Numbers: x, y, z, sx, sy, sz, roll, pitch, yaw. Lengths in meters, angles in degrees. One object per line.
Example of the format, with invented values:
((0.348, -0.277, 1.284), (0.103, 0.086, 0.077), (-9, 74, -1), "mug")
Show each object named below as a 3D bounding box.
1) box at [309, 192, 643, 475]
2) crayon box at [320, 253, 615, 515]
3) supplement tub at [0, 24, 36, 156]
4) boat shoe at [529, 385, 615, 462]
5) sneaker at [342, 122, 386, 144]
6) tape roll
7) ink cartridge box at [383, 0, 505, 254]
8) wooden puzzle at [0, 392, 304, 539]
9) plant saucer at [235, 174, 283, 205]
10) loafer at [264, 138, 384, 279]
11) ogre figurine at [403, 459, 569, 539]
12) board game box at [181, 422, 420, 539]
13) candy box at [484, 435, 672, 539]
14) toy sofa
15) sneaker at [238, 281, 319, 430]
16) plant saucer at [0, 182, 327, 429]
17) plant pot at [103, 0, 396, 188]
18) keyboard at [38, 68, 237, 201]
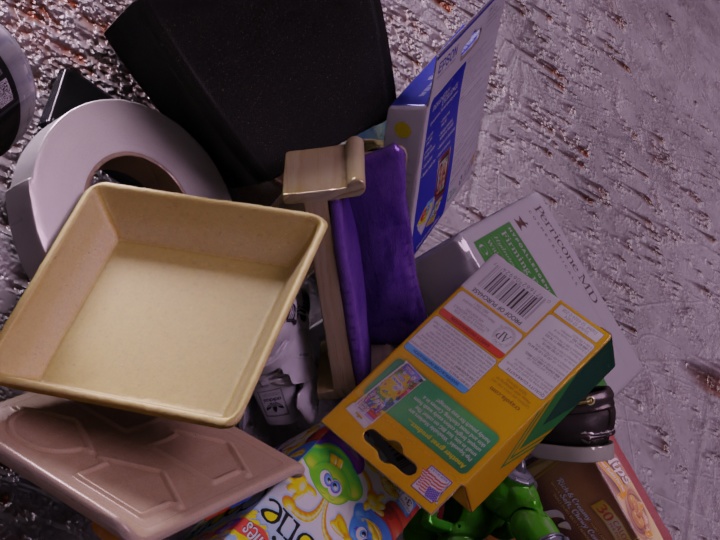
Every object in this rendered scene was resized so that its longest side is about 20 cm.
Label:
((0.104, 0.073, 1.410), (0.199, 0.200, 0.171), (59, 34, 2), "box")
((0.085, 0.095, 1.216), (0.126, 0.200, 0.052), (37, -19, 31), "crayon box")
((-0.324, -0.097, 1.084), (0.123, 0.122, 0.200), (51, 36, -11), "supplement tub")
((0.109, 0.113, 1.277), (0.072, 0.201, 0.061), (-13, 107, -69), "boat shoe")
((0.010, -0.123, 1.487), (0.111, 0.077, 0.200), (-3, 76, -47), "sneaker")
((-0.186, -0.039, 1.254), (0.203, 0.037, 0.203), (19, 61, -38), "tape roll")
((0.067, -0.135, 1.354), (0.047, 0.200, 0.198), (16, 33, 16), "ink cartridge box")
((-0.167, 0.135, 1.109), (0.185, 0.046, 0.200), (26, 20, 28), "wooden puzzle")
((-0.079, -0.132, 1.482), (0.200, 0.032, 0.200), (29, 47, -36), "plant saucer")
((-0.040, -0.050, 1.371), (0.076, 0.067, 0.200), (44, 73, -3), "loafer")
((0.092, 0.225, 1.270), (0.098, 0.200, 0.120), (3, 67, -22), "ogre figurine")
((-0.058, 0.209, 1.200), (0.103, 0.105, 0.200), (55, 35, -5), "board game box")
((0.155, 0.226, 1.362), (0.055, 0.200, 0.116), (-25, 85, -55), "candy box")
((0.000, 0.000, 1.253), (0.083, 0.097, 0.200), (-88, 171, -61), "toy sofa")
((-0.076, 0.075, 1.249), (0.200, 0.075, 0.115), (-41, 124, -78), "sneaker")
((-0.143, 0.032, 1.136), (0.048, 0.200, 0.200), (81, 25, -47), "plant saucer")
((-0.080, -0.177, 1.331), (0.199, 0.200, 0.178), (-28, 99, -14), "plant pot")
((-0.187, -0.075, 1.321), (0.200, 0.021, 0.127), (36, 41, -28), "keyboard")
